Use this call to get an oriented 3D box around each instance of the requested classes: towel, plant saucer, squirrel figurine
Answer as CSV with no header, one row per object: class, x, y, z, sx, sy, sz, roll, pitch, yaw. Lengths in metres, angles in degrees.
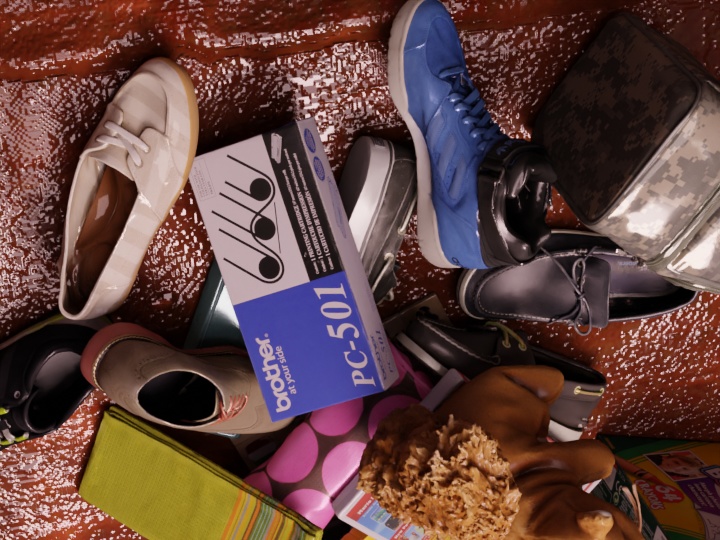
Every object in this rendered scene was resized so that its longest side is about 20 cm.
towel,-0.126,0.186,1.343,0.199,0.018,0.086,28,109,18
plant saucer,-0.092,0.039,1.346,0.070,0.019,0.201,15,109,-18
squirrel figurine,0.102,0.168,1.248,0.199,0.187,0.142,10,115,-34

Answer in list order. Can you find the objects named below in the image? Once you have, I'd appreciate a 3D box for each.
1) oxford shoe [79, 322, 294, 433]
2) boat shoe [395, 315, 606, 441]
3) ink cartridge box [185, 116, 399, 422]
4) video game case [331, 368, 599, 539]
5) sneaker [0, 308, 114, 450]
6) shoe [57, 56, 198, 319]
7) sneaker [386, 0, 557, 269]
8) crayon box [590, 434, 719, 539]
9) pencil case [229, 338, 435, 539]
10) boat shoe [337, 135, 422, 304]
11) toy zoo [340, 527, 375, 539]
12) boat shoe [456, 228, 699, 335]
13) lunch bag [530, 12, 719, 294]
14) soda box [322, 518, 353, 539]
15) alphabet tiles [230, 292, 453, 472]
oxford shoe,-0.113,0.097,1.294,0.199,0.075,0.071,15,107,-44
boat shoe,0.113,0.073,1.386,0.201,0.072,0.061,27,102,-36
ink cartridge box,-0.049,0.000,1.268,0.094,0.044,0.201,-17,95,19
video game case,0.087,0.173,1.378,0.143,0.017,0.200,-49,131,7
sneaker,-0.261,0.095,1.297,0.200,0.083,0.072,-37,118,5
shoe,-0.169,-0.054,1.247,0.070,0.053,0.201,25,106,15
sneaker,0.087,-0.098,1.255,0.077,0.111,0.201,-18,105,-46
crayon box,0.299,0.209,1.428,0.171,0.200,0.059,4,114,-16
pencil case,-0.021,0.142,1.374,0.200,0.094,0.091,-43,73,9
boat shoe,0.000,0.000,1.325,0.063,0.071,0.201,15,108,-20
toy zoo,0.062,0.218,1.426,0.200,0.020,0.132,-41,126,-19
boat shoe,0.174,0.009,1.380,0.199,0.062,0.075,-4,118,-11
lunch bag,0.237,-0.072,1.279,0.167,0.200,0.140,28,106,-23
soda box,-0.075,0.268,1.439,0.199,0.063,0.071,-17,118,-6
alphabet tiles,-0.007,0.104,1.410,0.199,0.008,0.168,-29,118,0
